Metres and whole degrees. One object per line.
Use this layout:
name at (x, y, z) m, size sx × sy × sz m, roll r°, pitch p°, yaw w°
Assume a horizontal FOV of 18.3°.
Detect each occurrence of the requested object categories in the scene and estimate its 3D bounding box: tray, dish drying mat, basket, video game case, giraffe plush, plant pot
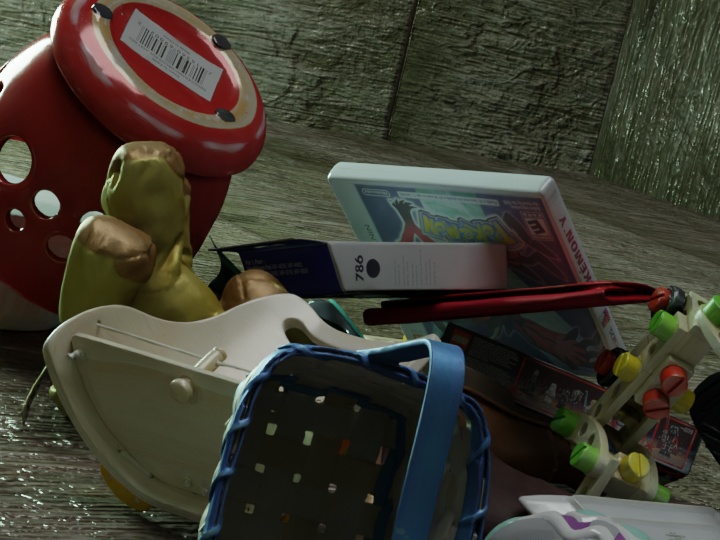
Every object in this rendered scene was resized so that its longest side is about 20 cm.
tray at (0.191, 0.172, 1.370) m, size 0.200 × 0.022 × 0.107 m, roll 11°, pitch 29°, yaw -48°
dish drying mat at (0.102, 0.022, 1.552) m, size 0.199 × 0.018 × 0.077 m, roll -7°, pitch -4°, yaw 37°
basket at (-0.004, 0.116, 1.074) m, size 0.139 × 0.177 × 0.200 m, roll 15°, pitch -3°, yaw -12°
video game case at (0.087, 0.000, 1.648) m, size 0.199 × 0.183 × 0.023 m, roll 6°, pitch 45°, yaw 40°
giraffe plush at (-0.110, 0.037, 1.455) m, size 0.162 × 0.201 × 0.173 m, roll 19°, pitch -17°, yaw 2°
plant pot at (-0.182, -0.090, 1.612) m, size 0.200 × 0.183 × 0.201 m, roll 28°, pitch 34°, yaw -21°

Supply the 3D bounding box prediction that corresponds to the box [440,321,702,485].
box at (0.145, 0.101, 1.639) m, size 0.199 × 0.040 × 0.137 m, roll 23°, pitch -10°, yaw 3°

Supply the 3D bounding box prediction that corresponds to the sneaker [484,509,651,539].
sneaker at (0.135, 0.185, 1.176) m, size 0.199 × 0.078 × 0.140 m, roll 17°, pitch 9°, yaw 24°

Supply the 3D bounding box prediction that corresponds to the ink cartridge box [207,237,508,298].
ink cartridge box at (0.000, 0.000, 1.557) m, size 0.200 × 0.039 × 0.099 m, roll 2°, pitch -5°, yaw -41°

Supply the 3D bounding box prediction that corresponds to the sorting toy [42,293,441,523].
sorting toy at (-0.048, 0.067, 1.309) m, size 0.199 × 0.107 × 0.180 m, roll 15°, pitch 34°, yaw 34°

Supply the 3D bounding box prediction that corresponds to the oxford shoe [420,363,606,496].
oxford shoe at (0.108, 0.130, 1.560) m, size 0.200 × 0.072 × 0.071 m, roll 27°, pitch -17°, yaw -30°

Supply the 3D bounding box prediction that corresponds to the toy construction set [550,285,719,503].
toy construction set at (0.203, 0.089, 1.477) m, size 0.092 × 0.200 × 0.131 m, roll 43°, pitch 26°, yaw -21°

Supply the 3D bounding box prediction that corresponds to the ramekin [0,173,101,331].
ramekin at (-0.303, -0.020, 1.743) m, size 0.202 × 0.095 × 0.202 m, roll 14°, pitch 9°, yaw -2°

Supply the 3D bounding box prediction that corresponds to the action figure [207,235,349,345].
action figure at (-0.050, 0.062, 1.596) m, size 0.200 × 0.119 × 0.055 m, roll 23°, pitch 34°, yaw 38°

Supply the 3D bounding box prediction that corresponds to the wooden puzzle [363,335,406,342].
wooden puzzle at (0.117, 0.089, 1.897) m, size 0.185 × 0.037 × 0.200 m, roll 7°, pitch 11°, yaw -35°

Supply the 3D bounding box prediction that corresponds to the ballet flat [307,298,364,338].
ballet flat at (-0.002, 0.087, 1.646) m, size 0.073 × 0.073 × 0.200 m, roll 6°, pitch 22°, yaw -40°

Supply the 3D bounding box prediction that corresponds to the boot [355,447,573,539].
boot at (0.071, 0.149, 1.333) m, size 0.166 × 0.073 × 0.200 m, roll 18°, pitch 14°, yaw 1°

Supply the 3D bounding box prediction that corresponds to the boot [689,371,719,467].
boot at (0.306, 0.166, 1.540) m, size 0.162 × 0.073 × 0.199 m, roll 40°, pitch 19°, yaw -51°
